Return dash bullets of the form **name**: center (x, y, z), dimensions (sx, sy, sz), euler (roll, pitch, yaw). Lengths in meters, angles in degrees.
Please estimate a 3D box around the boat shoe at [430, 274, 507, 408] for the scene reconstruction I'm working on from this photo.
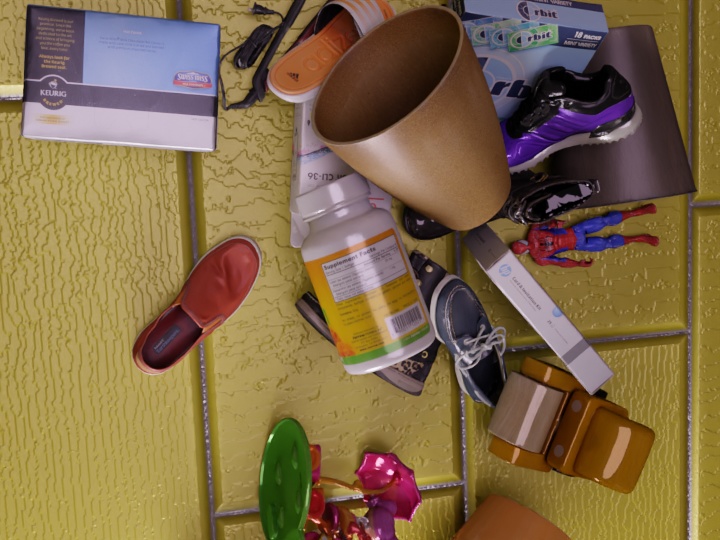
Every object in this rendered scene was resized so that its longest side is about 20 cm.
- **boat shoe**: center (0.137, 0.092, 1.158), dimensions (0.074, 0.062, 0.202), euler (-34, 129, -20)

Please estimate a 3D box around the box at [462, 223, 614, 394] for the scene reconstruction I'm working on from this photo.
- **box**: center (0.210, 0.040, 1.158), dimensions (0.041, 0.156, 0.200), euler (-42, 104, 7)

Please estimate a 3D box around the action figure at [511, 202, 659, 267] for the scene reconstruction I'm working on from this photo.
- **action figure**: center (0.289, -0.041, 1.202), dimensions (0.196, 0.099, 0.067), euler (-10, 98, -9)

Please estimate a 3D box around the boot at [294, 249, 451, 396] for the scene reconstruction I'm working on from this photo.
- **boot**: center (0.032, 0.043, 1.160), dimensions (0.199, 0.073, 0.152), euler (35, 89, -19)

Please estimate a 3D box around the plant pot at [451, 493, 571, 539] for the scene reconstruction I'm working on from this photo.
- **plant pot**: center (0.169, 0.389, 1.187), dimensions (0.199, 0.200, 0.185), euler (37, 72, -15)

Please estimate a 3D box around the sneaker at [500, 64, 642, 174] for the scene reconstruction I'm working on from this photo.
- **sneaker**: center (0.208, -0.181, 1.085), dimensions (0.197, 0.071, 0.100), euler (-17, 138, 21)

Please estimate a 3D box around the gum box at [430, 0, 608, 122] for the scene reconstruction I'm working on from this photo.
- **gum box**: center (0.162, -0.228, 1.101), dimensions (0.166, 0.201, 0.045), euler (5, 58, -14)

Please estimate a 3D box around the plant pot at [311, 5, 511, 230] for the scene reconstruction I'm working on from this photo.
- **plant pot**: center (0.078, -0.142, 1.031), dimensions (0.187, 0.186, 0.200), euler (-48, 127, -4)

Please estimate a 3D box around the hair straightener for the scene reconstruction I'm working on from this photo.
- **hair straightener**: center (-0.104, -0.272, 1.113), dimensions (0.077, 0.041, 0.201), euler (38, 92, -14)

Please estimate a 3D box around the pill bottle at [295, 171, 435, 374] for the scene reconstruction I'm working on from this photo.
- **pill bottle**: center (0.000, 0.000, 1.058), dimensions (0.109, 0.111, 0.203), euler (-22, 95, -10)

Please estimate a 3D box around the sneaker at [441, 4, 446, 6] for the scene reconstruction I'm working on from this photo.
- **sneaker**: center (0.167, -0.273, 1.138), dimensions (0.196, 0.075, 0.083), euler (3, 107, 15)

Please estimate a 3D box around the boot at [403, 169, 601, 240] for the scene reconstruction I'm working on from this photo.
- **boot**: center (0.158, -0.080, 1.122), dimensions (0.197, 0.174, 0.070), euler (-22, 105, -9)

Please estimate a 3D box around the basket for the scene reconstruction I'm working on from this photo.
- **basket**: center (0.307, -0.184, 1.171), dimensions (0.176, 0.136, 0.205), euler (-8, 94, 4)

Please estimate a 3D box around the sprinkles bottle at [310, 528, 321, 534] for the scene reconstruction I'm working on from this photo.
- **sprinkles bottle**: center (-0.123, 0.390, 1.169), dimensions (0.197, 0.068, 0.069), euler (-26, 102, -8)

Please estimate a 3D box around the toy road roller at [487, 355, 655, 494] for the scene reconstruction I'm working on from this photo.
- **toy road roller**: center (0.265, 0.197, 1.175), dimensions (0.198, 0.145, 0.125), euler (21, 92, -44)

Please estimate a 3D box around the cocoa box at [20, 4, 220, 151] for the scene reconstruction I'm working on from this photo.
- **cocoa box**: center (-0.253, -0.201, 1.031), dimensions (0.196, 0.133, 0.134), euler (2, 96, -13)

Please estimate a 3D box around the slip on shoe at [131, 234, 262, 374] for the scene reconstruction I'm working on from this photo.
- **slip on shoe**: center (-0.186, 0.043, 1.115), dimensions (0.074, 0.061, 0.200), euler (45, 84, -12)

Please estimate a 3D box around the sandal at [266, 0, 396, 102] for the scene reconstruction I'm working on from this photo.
- **sandal**: center (-0.021, -0.260, 1.074), dimensions (0.079, 0.060, 0.207), euler (38, 57, 10)

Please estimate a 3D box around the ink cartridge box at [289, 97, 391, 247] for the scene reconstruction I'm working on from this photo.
- **ink cartridge box**: center (-0.021, -0.124, 1.130), dimensions (0.114, 0.067, 0.205), euler (1, 96, -13)

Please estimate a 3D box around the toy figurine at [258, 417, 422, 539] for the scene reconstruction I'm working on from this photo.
- **toy figurine**: center (-0.010, 0.282, 1.142), dimensions (0.181, 0.150, 0.203), euler (10, 54, -26)
